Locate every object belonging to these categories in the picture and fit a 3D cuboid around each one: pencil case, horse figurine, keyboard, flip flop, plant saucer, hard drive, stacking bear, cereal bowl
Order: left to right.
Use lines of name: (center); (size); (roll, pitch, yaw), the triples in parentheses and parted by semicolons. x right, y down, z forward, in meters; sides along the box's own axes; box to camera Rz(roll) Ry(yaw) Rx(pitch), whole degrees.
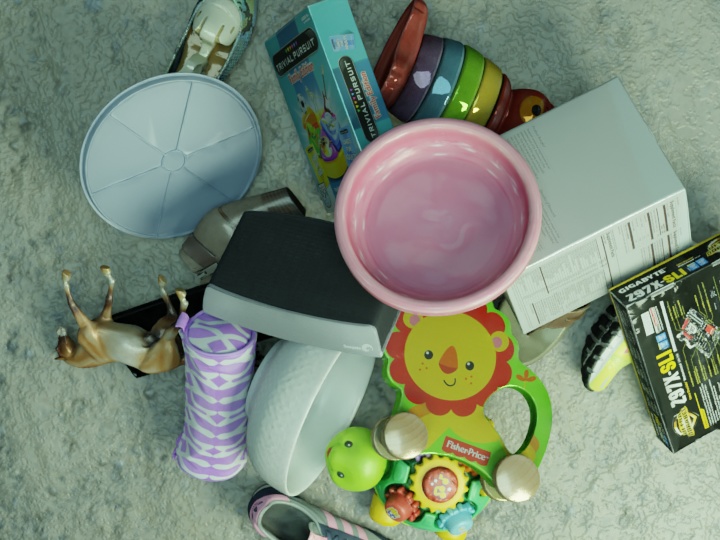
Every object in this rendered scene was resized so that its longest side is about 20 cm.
horse figurine: (-0.242, 0.063, 1.545); (0.199, 0.050, 0.133); (8, 119, 8)
keyboard: (-0.172, 0.067, 1.577); (0.199, 0.040, 0.105); (-16, 100, 21)
pencil case: (-0.156, 0.132, 1.525); (0.085, 0.084, 0.201); (7, 125, 1)
cereal bowl: (-0.062, 0.129, 1.513); (0.083, 0.200, 0.201); (26, 93, 16)
hard drive: (-0.052, 0.007, 1.458); (0.199, 0.042, 0.135); (14, 60, 19)
plant saucer: (0.075, -0.048, 1.395); (0.199, 0.051, 0.202); (-2, 69, 6)
stacking bear: (0.115, -0.183, 1.532); (0.199, 0.114, 0.122); (23, 67, -10)
flip flop: (0.224, 0.024, 1.563); (0.200, 0.058, 0.081); (-39, 91, 3)

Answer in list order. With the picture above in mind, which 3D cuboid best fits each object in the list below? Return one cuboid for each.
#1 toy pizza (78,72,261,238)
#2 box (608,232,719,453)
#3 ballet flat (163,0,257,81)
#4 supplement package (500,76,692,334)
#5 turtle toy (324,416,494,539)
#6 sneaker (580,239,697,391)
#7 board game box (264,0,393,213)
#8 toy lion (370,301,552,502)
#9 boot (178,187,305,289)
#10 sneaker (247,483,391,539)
toy pizza: (-0.203, -0.124, 1.537); (0.199, 0.032, 0.201); (-12, 127, -17)
box: (0.364, 0.074, 1.517); (0.159, 0.049, 0.201); (-26, 118, -4)
ballet flat: (-0.169, -0.233, 1.556); (0.074, 0.074, 0.201); (23, 93, 0)
supplement package: (0.216, -0.064, 1.487); (0.199, 0.151, 0.152); (-26, 62, 3)
turtle toy: (0.058, 0.216, 1.549); (0.199, 0.101, 0.146); (13, 93, -5)
sneaker: (0.317, 0.058, 1.555); (0.090, 0.078, 0.200); (36, 97, -10)
board game box: (-0.027, -0.170, 1.512); (0.047, 0.151, 0.201); (-21, 92, -22)
toy lion: (0.108, 0.120, 1.483); (0.199, 0.069, 0.192); (22, 78, -7)
boot: (-0.096, 0.010, 1.573); (0.146, 0.070, 0.200); (-33, 97, 12)
sneaker: (-0.035, 0.303, 1.571); (0.199, 0.082, 0.070); (25, 93, 0)
